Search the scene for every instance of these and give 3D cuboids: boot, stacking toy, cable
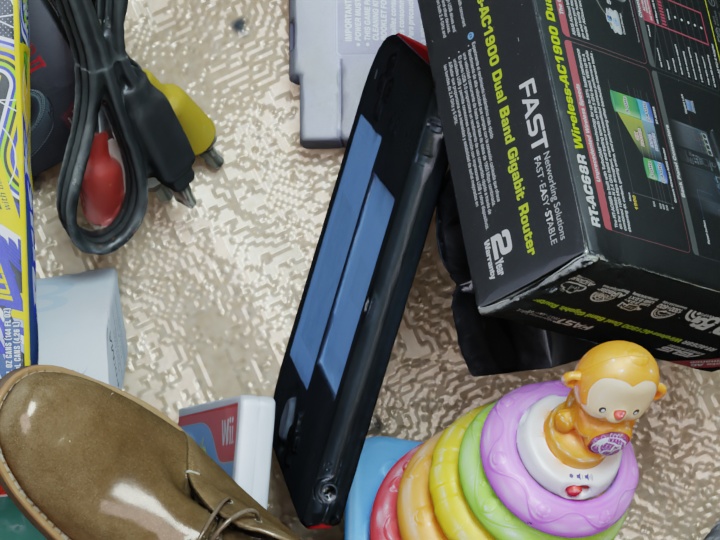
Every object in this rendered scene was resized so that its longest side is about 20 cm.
[{"bbox_3d":[0.095,-0.044,1.292,0.066,0.200,0.165,-28,80,39],"label":"boot"},{"bbox_3d":[0.076,0.086,1.224,0.116,0.200,0.110,9,57,-18],"label":"stacking toy"},{"bbox_3d":[-0.064,0.102,1.187,0.200,0.075,0.074,40,65,-22],"label":"boot"},{"bbox_3d":[-0.120,-0.087,1.317,0.097,0.200,0.050,-41,45,-20],"label":"cable"}]

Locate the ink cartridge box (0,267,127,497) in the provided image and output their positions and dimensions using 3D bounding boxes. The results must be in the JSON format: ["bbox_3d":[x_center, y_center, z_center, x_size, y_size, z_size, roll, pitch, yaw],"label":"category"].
[{"bbox_3d":[-0.188,0.054,1.296,0.159,0.200,0.048,-8,104,0],"label":"ink cartridge box"}]

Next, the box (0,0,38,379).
[{"bbox_3d":[-0.173,-0.047,1.230,0.070,0.064,0.201,-1,99,-3],"label":"box"}]

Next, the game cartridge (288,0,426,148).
[{"bbox_3d":[0.030,-0.158,1.392,0.129,0.038,0.201,-1,84,8],"label":"game cartridge"}]

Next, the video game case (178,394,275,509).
[{"bbox_3d":[-0.069,0.159,1.308,0.017,0.143,0.201,7,83,-14],"label":"video game case"}]

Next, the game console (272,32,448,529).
[{"bbox_3d":[0.000,0.000,1.289,0.031,0.177,0.201,15,100,-6],"label":"game console"}]

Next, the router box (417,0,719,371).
[{"bbox_3d":[0.101,-0.067,1.208,0.062,0.150,0.201,-30,59,36],"label":"router box"}]

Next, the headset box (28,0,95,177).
[{"bbox_3d":[-0.210,-0.088,1.334,0.199,0.149,0.077,-26,62,0],"label":"headset box"}]

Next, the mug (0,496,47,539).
[{"bbox_3d":[-0.156,0.137,1.310,0.114,0.152,0.186,-14,83,0],"label":"mug"}]

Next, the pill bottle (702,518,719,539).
[{"bbox_3d":[0.165,0.189,1.274,0.113,0.113,0.200,39,67,7],"label":"pill bottle"}]
